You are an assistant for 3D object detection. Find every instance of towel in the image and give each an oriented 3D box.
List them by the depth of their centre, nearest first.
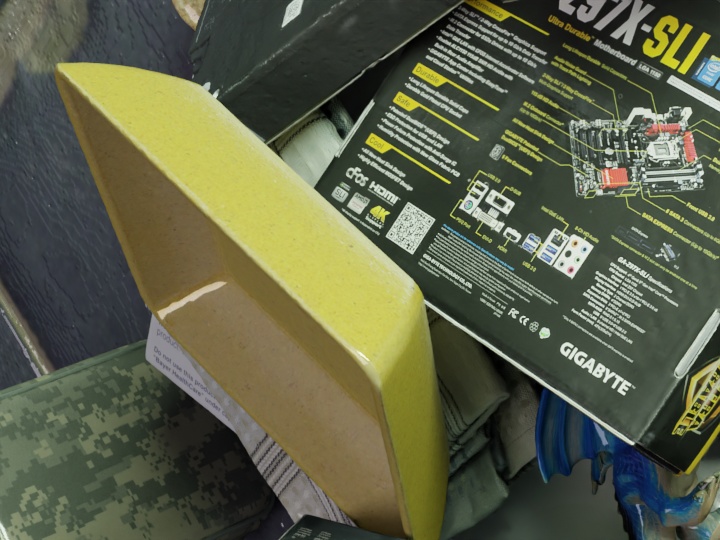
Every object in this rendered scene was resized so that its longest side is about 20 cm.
[{"bbox_3d":[-0.014,0.044,0.948,0.200,0.035,0.193,55,137,11],"label":"towel"}]

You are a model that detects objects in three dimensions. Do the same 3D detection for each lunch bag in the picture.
[{"bbox_3d":[-0.179,0.147,1.208,0.139,0.200,0.168,57,137,13],"label":"lunch bag"}]

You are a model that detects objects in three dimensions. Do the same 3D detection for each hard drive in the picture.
[{"bbox_3d":[0.000,-0.138,0.884,0.038,0.140,0.200,35,134,-24],"label":"hard drive"}]

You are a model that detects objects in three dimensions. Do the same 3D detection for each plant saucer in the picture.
[{"bbox_3d":[-0.031,0.015,0.853,0.200,0.048,0.200,44,163,27],"label":"plant saucer"}]

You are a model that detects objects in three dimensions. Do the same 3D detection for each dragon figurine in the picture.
[{"bbox_3d":[0.110,0.066,0.837,0.099,0.059,0.200,15,86,33],"label":"dragon figurine"}]

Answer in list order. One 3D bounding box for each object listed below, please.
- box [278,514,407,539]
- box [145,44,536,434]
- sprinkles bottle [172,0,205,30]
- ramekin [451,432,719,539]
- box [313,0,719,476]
[{"bbox_3d":[0.047,0.180,0.854,0.159,0.046,0.200,50,162,-15],"label":"box"},{"bbox_3d":[0.000,0.000,1.018,0.184,0.105,0.200,36,131,29],"label":"box"},{"bbox_3d":[-0.027,-0.191,0.990,0.068,0.068,0.200,55,139,14],"label":"sprinkles bottle"},{"bbox_3d":[0.142,0.156,0.938,0.202,0.094,0.203,18,116,42],"label":"ramekin"},{"bbox_3d":[0.089,-0.038,0.800,0.200,0.049,0.160,34,90,39],"label":"box"}]
